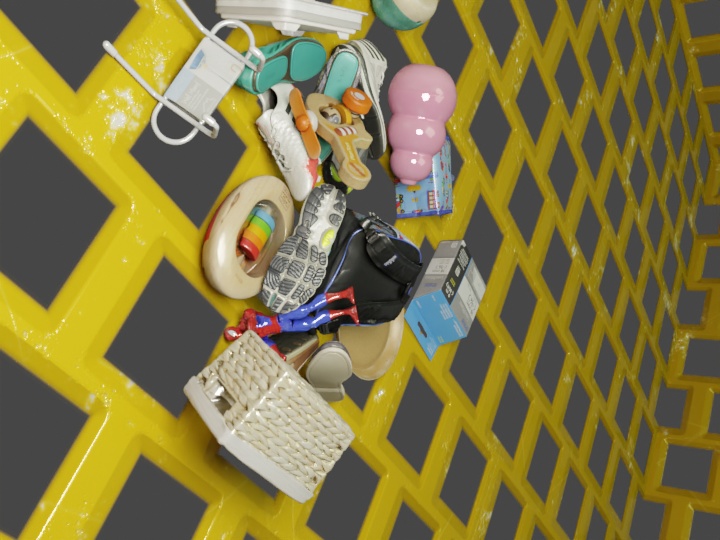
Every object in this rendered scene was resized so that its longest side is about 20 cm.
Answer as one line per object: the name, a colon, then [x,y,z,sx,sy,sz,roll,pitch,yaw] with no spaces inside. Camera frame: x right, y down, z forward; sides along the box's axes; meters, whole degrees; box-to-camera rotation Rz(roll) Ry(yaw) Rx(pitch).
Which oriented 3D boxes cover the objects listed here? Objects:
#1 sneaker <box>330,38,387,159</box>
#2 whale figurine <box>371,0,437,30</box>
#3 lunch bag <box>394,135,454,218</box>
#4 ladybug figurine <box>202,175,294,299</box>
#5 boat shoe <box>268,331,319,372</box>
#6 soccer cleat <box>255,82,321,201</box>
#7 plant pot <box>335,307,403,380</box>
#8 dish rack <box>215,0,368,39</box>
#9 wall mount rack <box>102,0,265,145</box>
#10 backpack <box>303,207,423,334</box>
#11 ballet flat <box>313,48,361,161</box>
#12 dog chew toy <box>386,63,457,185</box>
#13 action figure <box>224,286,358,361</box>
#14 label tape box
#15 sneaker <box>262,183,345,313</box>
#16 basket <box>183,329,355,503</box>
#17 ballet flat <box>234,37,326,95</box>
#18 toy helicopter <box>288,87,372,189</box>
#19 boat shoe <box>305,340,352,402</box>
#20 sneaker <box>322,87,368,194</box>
sneaker: [0.024,-0.305,1.372,0.115,0.074,0.205,-37,117,-44]
whale figurine: [0.056,-0.526,1.414,0.158,0.103,0.204,-15,79,-52]
lunch bag: [0.144,-0.185,1.539,0.199,0.092,0.155,-11,97,-62]
ladybug figurine: [-0.164,-0.051,1.128,0.137,0.071,0.202,58,48,-37]
boat shoe: [-0.139,0.158,1.175,0.198,0.075,0.076,-32,121,-39]
soccer cleat: [-0.114,-0.196,1.167,0.084,0.068,0.205,8,62,-42]
plant pot: [0.013,0.092,1.408,0.198,0.027,0.206,-3,94,-54]
dish rack: [-0.101,-0.363,1.130,0.198,0.169,0.045,-13,112,-52]
wall mount rack: [-0.226,-0.275,1.024,0.172,0.075,0.202,34,75,-7]
backpack: [0.000,0.000,1.257,0.188,0.154,0.202,17,113,-41]
ballet flat: [-0.053,-0.255,1.256,0.071,0.072,0.204,6,115,-52]
dog chew toy: [0.100,-0.252,1.380,0.123,0.123,0.206,2,99,-53]
action figure: [-0.100,0.088,1.123,0.100,0.195,0.066,-99,178,-51]
label tape box: [0.177,0.062,1.597,0.145,0.062,0.202,57,48,-36]
sneaker: [-0.076,-0.026,1.135,0.076,0.080,0.203,28,73,-1]
basket: [-0.116,0.194,1.053,0.123,0.135,0.201,-45,132,-7]
ballet flat: [-0.125,-0.311,1.162,0.200,0.069,0.069,-39,148,-52]
toy helicopter: [-0.036,-0.192,1.134,0.130,0.079,0.203,11,40,-32]
boat shoe: [-0.049,0.147,1.242,0.201,0.071,0.064,96,-4,-61]
sneaker: [-0.024,-0.231,1.325,0.080,0.072,0.206,-17,110,-61]
